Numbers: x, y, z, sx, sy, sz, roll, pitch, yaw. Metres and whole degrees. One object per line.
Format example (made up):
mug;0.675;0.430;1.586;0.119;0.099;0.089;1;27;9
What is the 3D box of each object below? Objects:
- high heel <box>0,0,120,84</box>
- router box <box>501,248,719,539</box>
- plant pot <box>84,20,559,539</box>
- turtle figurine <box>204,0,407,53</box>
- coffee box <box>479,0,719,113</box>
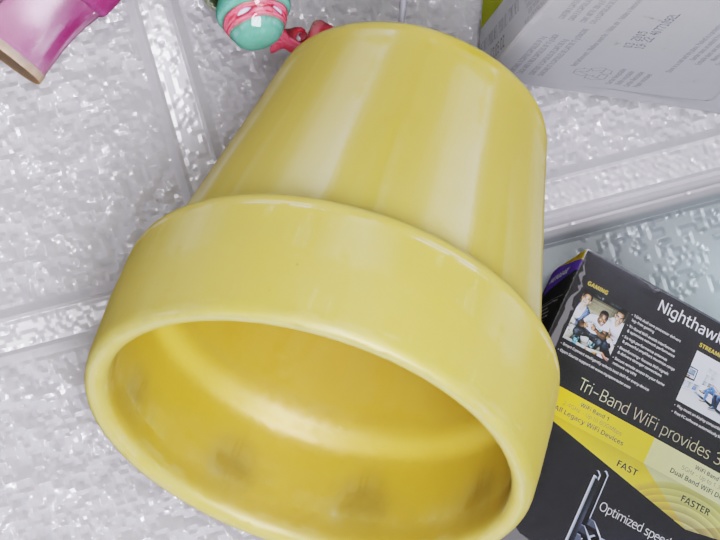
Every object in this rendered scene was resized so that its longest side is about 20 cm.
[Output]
high heel;-0.193;-0.182;1.242;0.200;0.067;0.096;38;81;-9
router box;0.153;0.107;1.283;0.200;0.052;0.158;29;72;-7
plant pot;0.000;0.000;1.201;0.200;0.201;0.189;23;58;-9
turtle figurine;-0.053;-0.177;1.266;0.149;0.101;0.201;7;58;-35
coffee box;0.179;-0.198;1.280;0.199;0.200;0.198;7;75;-13
